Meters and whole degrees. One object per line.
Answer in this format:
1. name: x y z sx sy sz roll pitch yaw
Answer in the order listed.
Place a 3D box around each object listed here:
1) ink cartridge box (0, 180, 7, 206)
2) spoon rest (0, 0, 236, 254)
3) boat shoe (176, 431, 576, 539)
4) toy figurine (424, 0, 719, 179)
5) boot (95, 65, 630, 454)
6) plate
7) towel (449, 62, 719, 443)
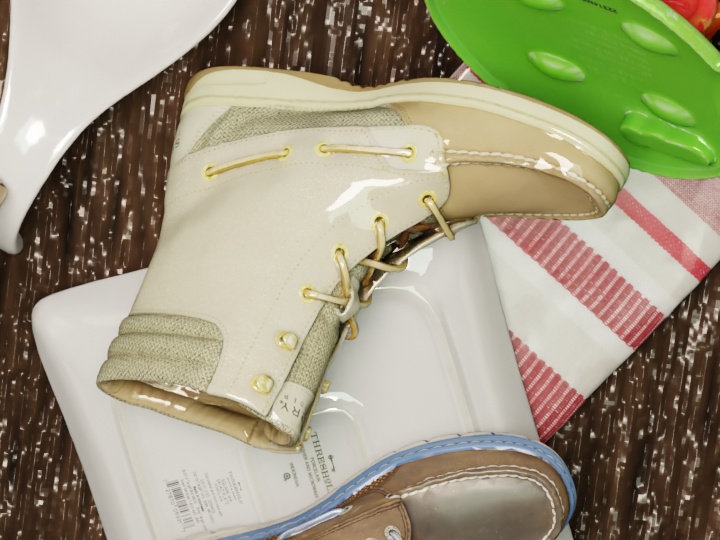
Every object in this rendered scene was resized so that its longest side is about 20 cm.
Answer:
1. ink cartridge box: -0.273 -0.029 1.163 0.200 0.075 0.165 40 120 -10
2. spoon rest: -0.116 -0.096 1.190 0.099 0.061 0.200 27 100 -8
3. boat shoe: -0.002 0.131 1.191 0.200 0.072 0.072 -22 107 7
4. toy figurine: 0.154 -0.145 1.140 0.200 0.150 0.184 23 70 27
5. boot: 0.000 0.000 1.149 0.200 0.072 0.155 7 64 23
6. plate: -0.022 0.081 1.230 0.199 0.032 0.200 -15 108 5
7. towel: 0.067 -0.012 1.236 0.144 0.023 0.200 41 98 -12
